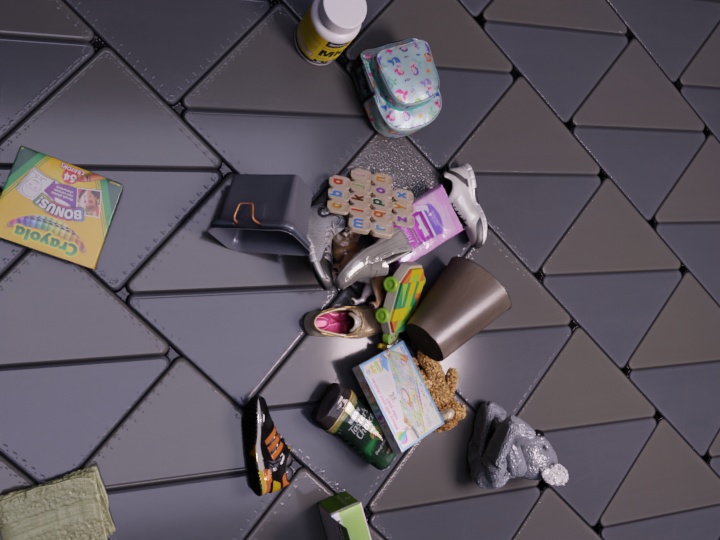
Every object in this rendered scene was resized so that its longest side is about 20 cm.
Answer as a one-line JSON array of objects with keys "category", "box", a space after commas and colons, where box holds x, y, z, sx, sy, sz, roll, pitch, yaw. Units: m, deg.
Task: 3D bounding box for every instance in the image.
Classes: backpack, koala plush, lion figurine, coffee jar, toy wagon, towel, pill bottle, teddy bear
[{"category": "backpack", "box": [0.091, -0.407, 1.614, 0.175, 0.150, 0.203, -20, 98, -22]}, {"category": "koala plush", "box": [0.364, 0.423, 1.648, 0.197, 0.177, 0.187, 19, 91, -18]}, {"category": "lion figurine", "box": [0.000, 0.000, 1.574, 0.201, 0.072, 0.123, 50, 50, -7]}, {"category": "coffee jar", "box": [-0.005, 0.333, 1.551, 0.199, 0.085, 0.105, 38, 74, -14]}, {"category": "toy wagon", "box": [0.086, 0.082, 1.577, 0.154, 0.039, 0.203, -6, 113, -61]}, {"category": "towel", "box": [-0.574, 0.466, 1.354, 0.197, 0.036, 0.151, -15, 92, -22]}, {"category": "pill bottle", "box": [-0.064, -0.522, 1.529, 0.112, 0.200, 0.117, 1, 86, -19]}, {"category": "teddy bear", "box": [0.164, 0.271, 1.629, 0.143, 0.067, 0.204, -11, 89, -19]}]

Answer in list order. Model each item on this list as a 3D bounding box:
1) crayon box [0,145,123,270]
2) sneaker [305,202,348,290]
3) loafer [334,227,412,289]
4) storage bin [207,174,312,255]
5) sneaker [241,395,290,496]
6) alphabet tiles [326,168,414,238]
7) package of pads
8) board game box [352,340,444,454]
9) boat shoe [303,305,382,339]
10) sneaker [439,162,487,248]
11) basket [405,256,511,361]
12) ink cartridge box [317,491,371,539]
[{"category": "crayon box", "box": [-0.580, -0.117, 1.381, 0.197, 0.058, 0.175, 20, 79, -18]}, {"category": "sneaker", "box": [-0.067, -0.064, 1.517, 0.114, 0.075, 0.202, -22, 65, -7]}, {"category": "loafer", "box": [0.030, -0.017, 1.508, 0.199, 0.070, 0.070, -37, 80, -26]}, {"category": "storage bin", "box": [-0.195, -0.122, 1.457, 0.197, 0.146, 0.137, 3, 70, 22]}, {"category": "sneaker", "box": [-0.189, 0.357, 1.497, 0.089, 0.070, 0.204, -3, 87, -35]}, {"category": "alphabet tiles", "box": [0.023, -0.148, 1.565, 0.192, 0.015, 0.202, 10, 46, -9]}, {"category": "package of pads", "box": [0.128, -0.097, 1.638, 0.198, 0.076, 0.122, -31, 94, -20]}, {"category": "board game box", "box": [0.082, 0.270, 1.551, 0.133, 0.034, 0.202, -23, 84, -36]}, {"category": "boat shoe", "box": [-0.022, 0.115, 1.568, 0.197, 0.069, 0.075, -4, 87, -21]}, {"category": "sneaker", "box": [0.239, -0.146, 1.690, 0.079, 0.074, 0.203, -13, 82, -18]}, {"category": "basket", "box": [0.204, 0.092, 1.603, 0.180, 0.137, 0.200, 36, 66, 28]}, {"category": "ink cartridge box", "box": [-0.010, 0.555, 1.471, 0.075, 0.200, 0.150, -16, 92, -20]}]
